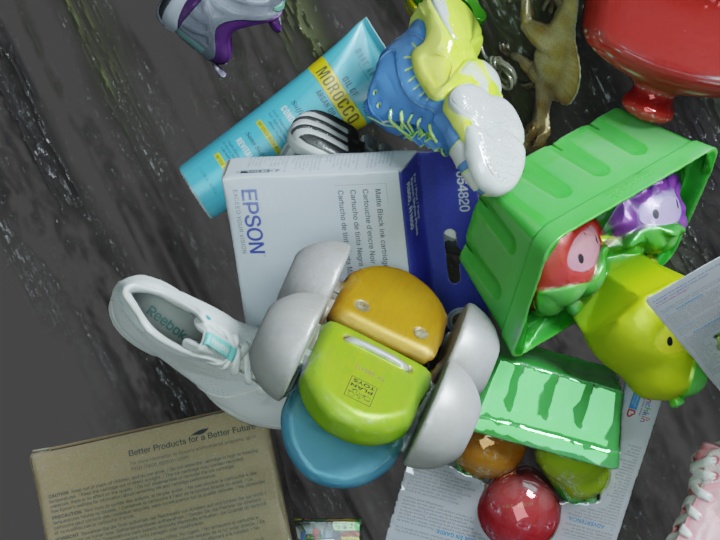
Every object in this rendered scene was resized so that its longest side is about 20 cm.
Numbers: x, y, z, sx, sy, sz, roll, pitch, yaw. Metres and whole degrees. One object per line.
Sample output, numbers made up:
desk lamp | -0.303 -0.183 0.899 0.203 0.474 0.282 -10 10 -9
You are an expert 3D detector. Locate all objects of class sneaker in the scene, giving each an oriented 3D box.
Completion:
sneaker | -0.108 0.065 1.648 0.199 0.088 0.076 26 80 -4
sneaker | 0.061 -0.116 1.613 0.105 0.201 0.075 -37 133 28
sneaker | 0.275 0.201 1.698 0.199 0.075 0.105 -35 95 -2
sneaker | -0.072 -0.251 1.712 0.200 0.075 0.088 -42 103 14
sneaker | 0.009 -0.042 1.718 0.199 0.075 0.116 30 121 -12

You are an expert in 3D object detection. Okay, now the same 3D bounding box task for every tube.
tube | -0.055 -0.119 1.725 0.199 0.050 0.078 -35 98 0

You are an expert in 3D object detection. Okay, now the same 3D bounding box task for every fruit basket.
fruit basket | 0.131 0.161 1.704 0.183 0.094 0.202 14 111 -3
fruit basket | 0.320 0.013 1.553 0.184 0.200 0.094 -30 49 14
fruit basket | 0.202 0.000 1.621 0.214 0.217 0.156 18 136 3

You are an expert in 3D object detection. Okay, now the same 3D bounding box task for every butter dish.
butter dish | 0.243 -0.187 1.624 0.198 0.200 0.149 18 102 0

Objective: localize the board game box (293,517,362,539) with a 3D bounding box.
board game box | -0.097 0.259 1.757 0.198 0.023 0.106 0 95 5

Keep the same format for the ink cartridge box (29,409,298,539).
ink cartridge box | -0.154 0.210 1.709 0.198 0.075 0.166 -12 76 2

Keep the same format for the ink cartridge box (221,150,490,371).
ink cartridge box | 0.000 0.000 1.676 0.198 0.041 0.201 -3 121 9

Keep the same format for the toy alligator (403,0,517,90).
toy alligator | 0.071 -0.230 1.698 0.054 0.059 0.200 -34 79 -37

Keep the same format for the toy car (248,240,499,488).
toy car | 0.000 0.087 1.587 0.174 0.200 0.151 26 121 -1

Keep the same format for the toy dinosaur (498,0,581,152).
toy dinosaur | 0.153 -0.183 1.659 0.058 0.201 0.102 -8 48 -19
